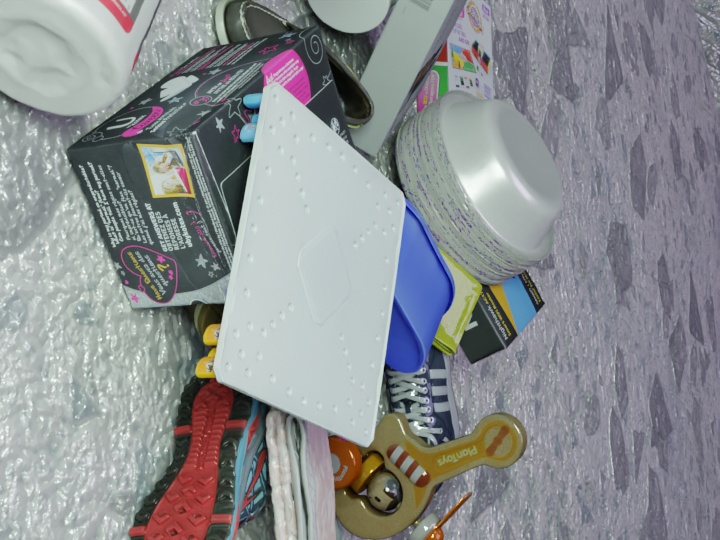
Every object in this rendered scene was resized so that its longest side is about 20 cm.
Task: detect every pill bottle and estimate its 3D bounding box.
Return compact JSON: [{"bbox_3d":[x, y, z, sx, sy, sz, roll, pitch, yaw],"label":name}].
[{"bbox_3d":[0.012,-0.323,1.128,0.112,0.110,0.202,60,36,-39],"label":"pill bottle"},{"bbox_3d":[-0.171,-0.208,0.742,0.111,0.109,0.202,54,40,-45],"label":"pill bottle"}]

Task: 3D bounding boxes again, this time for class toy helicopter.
[{"bbox_3d":[0.060,0.184,1.030,0.079,0.198,0.134,-1,69,-63],"label":"toy helicopter"}]

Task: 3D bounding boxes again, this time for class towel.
[{"bbox_3d":[-0.042,0.194,0.939,0.191,0.032,0.203,-45,130,-86],"label":"towel"},{"bbox_3d":[0.038,-0.006,1.119,0.199,0.018,0.087,39,67,-27],"label":"towel"}]

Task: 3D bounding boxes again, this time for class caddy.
[{"bbox_3d":[0.000,0.000,1.011,0.201,0.140,0.106,59,40,-41],"label":"caddy"}]

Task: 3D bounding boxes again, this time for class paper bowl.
[{"bbox_3d":[0.136,-0.095,1.217,0.200,0.104,0.203,37,36,-33],"label":"paper bowl"}]

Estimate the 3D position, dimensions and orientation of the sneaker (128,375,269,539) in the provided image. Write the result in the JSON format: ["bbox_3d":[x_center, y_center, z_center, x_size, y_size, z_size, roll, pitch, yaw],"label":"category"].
[{"bbox_3d":[-0.099,0.170,0.850,0.096,0.078,0.202,60,36,-43],"label":"sneaker"}]

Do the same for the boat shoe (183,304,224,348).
[{"bbox_3d":[-0.059,0.042,0.930,0.199,0.065,0.074,28,98,-47],"label":"boat shoe"}]

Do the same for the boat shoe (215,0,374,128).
[{"bbox_3d":[-0.054,-0.181,1.024,0.201,0.060,0.073,35,54,-57],"label":"boat shoe"}]

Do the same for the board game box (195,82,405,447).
[{"bbox_3d":[-0.035,0.004,0.818,0.200,0.026,0.203,35,58,-55],"label":"board game box"}]

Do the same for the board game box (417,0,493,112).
[{"bbox_3d":[0.115,-0.243,1.395,0.153,0.040,0.203,18,69,-61],"label":"board game box"}]

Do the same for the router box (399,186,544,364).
[{"bbox_3d":[0.114,-0.017,1.270,0.202,0.051,0.149,59,31,-3],"label":"router box"}]

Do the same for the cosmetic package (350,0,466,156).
[{"bbox_3d":[0.056,-0.230,1.136,0.201,0.051,0.151,-62,180,40],"label":"cosmetic package"}]

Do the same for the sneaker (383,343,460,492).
[{"bbox_3d":[0.050,0.134,1.163,0.109,0.069,0.202,-61,140,-51],"label":"sneaker"}]

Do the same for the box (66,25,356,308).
[{"bbox_3d":[-0.099,-0.077,0.858,0.200,0.113,0.134,-52,132,-51],"label":"box"}]
